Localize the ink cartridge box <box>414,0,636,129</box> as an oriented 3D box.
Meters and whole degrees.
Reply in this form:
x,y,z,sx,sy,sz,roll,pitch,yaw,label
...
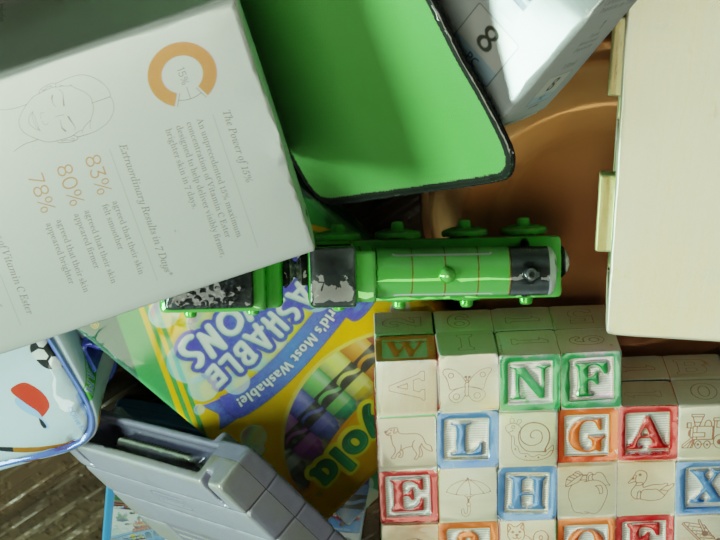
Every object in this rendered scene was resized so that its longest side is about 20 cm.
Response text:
x,y,z,sx,sy,sz,roll,pitch,yaw,label
0.067,-0.182,0.953,0.160,0.047,0.200,50,129,14,ink cartridge box

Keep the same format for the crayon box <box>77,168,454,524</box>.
x,y,z,sx,sy,sz,roll,pitch,yaw,label
-0.029,0.037,1.153,0.126,0.052,0.200,-45,112,9,crayon box

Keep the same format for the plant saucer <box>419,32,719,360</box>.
x,y,z,sx,sy,sz,roll,pitch,yaw,label
0.126,-0.024,1.119,0.199,0.038,0.201,4,126,5,plant saucer

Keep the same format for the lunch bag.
x,y,z,sx,sy,sz,roll,pitch,yaw,label
-0.216,0.018,1.179,0.160,0.076,0.200,-18,121,17,lunch bag

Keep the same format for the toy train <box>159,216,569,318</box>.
x,y,z,sx,sy,sz,roll,pitch,yaw,label
0.000,0.000,1.076,0.199,0.056,0.042,-2,96,-3,toy train

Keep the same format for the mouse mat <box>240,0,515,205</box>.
x,y,z,sx,sy,sz,roll,pitch,yaw,label
-0.021,-0.119,1.011,0.161,0.008,0.201,-5,116,55,mouse mat

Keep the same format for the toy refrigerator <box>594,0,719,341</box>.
x,y,z,sx,sy,sz,roll,pitch,yaw,label
0.141,-0.076,1.018,0.070,0.076,0.201,3,108,5,toy refrigerator

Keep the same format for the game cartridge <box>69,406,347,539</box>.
x,y,z,sx,sy,sz,roll,pitch,yaw,label
-0.063,0.125,1.166,0.130,0.038,0.200,42,163,-24,game cartridge

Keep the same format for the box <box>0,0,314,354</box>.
x,y,z,sx,sy,sz,roll,pitch,yaw,label
-0.135,-0.050,1.016,0.199,0.098,0.125,-18,117,-1,box

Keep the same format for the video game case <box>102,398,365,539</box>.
x,y,z,sx,sy,sz,roll,pitch,yaw,label
-0.074,0.163,1.298,0.142,0.018,0.201,10,127,2,video game case

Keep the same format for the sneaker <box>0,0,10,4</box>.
x,y,z,sx,sy,sz,roll,pitch,yaw,label
-0.122,-0.105,1.081,0.095,0.079,0.201,-13,125,4,sneaker

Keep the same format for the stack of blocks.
x,y,z,sx,sy,sz,roll,pitch,yaw,label
0.106,0.080,1.117,0.199,0.059,0.116,-1,112,0,stack of blocks
